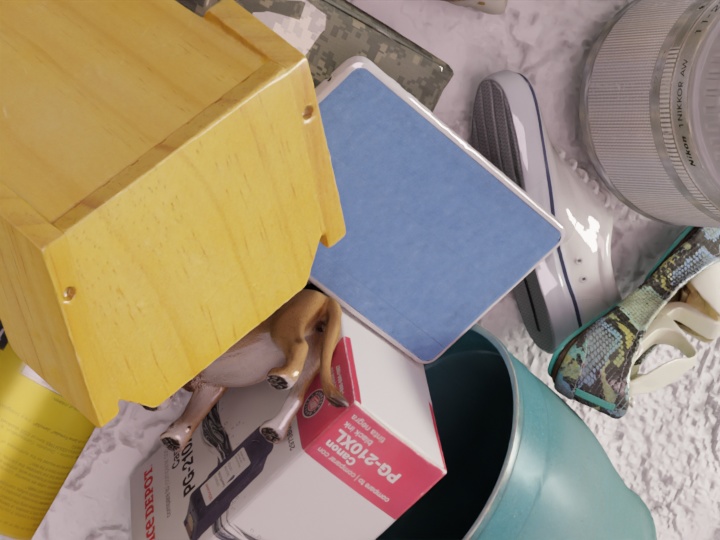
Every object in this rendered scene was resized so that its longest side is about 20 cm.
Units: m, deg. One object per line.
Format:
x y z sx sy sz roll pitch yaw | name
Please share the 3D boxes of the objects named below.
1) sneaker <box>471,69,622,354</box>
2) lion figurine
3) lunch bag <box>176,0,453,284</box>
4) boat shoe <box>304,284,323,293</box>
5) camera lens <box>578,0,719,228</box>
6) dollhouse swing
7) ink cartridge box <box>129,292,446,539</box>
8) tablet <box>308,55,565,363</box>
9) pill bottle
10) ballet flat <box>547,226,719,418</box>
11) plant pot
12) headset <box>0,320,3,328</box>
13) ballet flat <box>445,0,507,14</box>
0.126 -0.046 1.719 0.071 0.073 0.201 -25 117 -21 | sneaker
-0.066 0.045 1.594 0.073 0.199 0.123 60 45 -33 | lion figurine
-0.063 -0.102 1.605 0.200 0.139 0.168 29 96 -22 | lunch bag
0.000 0.000 1.680 0.200 0.072 0.072 -30 109 -9 | boat shoe
0.244 -0.106 1.659 0.159 0.200 0.161 -1 93 -21 | camera lens
-0.150 -0.055 1.461 0.200 0.175 0.182 -40 136 -30 | dollhouse swing
-0.050 0.130 1.622 0.084 0.145 0.200 38 109 -24 | ink cartridge box
0.020 -0.034 1.578 0.130 0.014 0.200 -43 124 14 | tablet
-0.235 0.109 1.607 0.112 0.112 0.200 29 91 -21 | pill bottle
0.203 0.035 1.716 0.200 0.074 0.074 -41 113 -35 | ballet flat
0.086 0.162 1.689 0.188 0.200 0.200 34 90 -35 | plant pot
-0.238 -0.043 1.554 0.199 0.094 0.124 21 53 15 | headset
0.102 -0.201 1.676 0.199 0.071 0.071 -18 107 -13 | ballet flat
